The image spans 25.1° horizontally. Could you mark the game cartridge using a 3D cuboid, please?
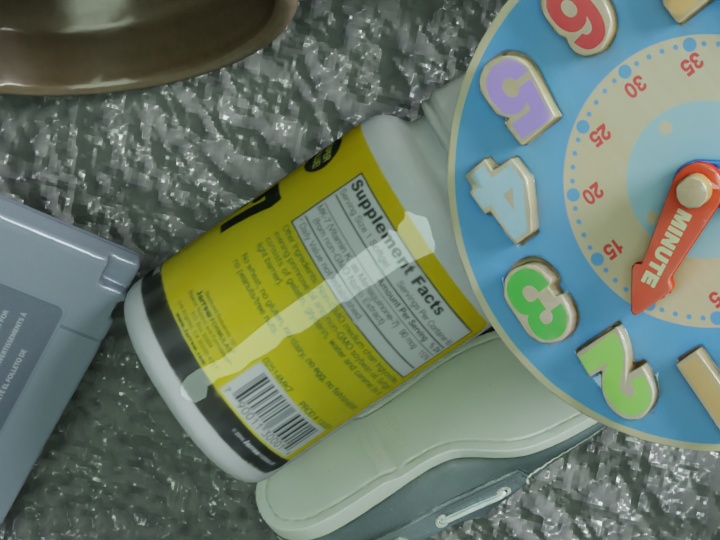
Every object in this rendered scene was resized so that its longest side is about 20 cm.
[{"bbox_3d":[-0.209,0.050,0.779,0.133,0.041,0.201,23,110,-26],"label":"game cartridge"}]

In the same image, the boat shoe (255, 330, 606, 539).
[{"bbox_3d":[0.048,0.088,0.796,0.199,0.073,0.062,-24,137,1],"label":"boat shoe"}]

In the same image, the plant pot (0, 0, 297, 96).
[{"bbox_3d":[-0.135,-0.189,0.722,0.199,0.200,0.176,-8,78,6],"label":"plant pot"}]

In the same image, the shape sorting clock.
[{"bbox_3d":[0.124,-0.032,0.587,0.199,0.039,0.201,5,103,21],"label":"shape sorting clock"}]

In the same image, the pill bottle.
[{"bbox_3d":[0.000,0.000,0.752,0.199,0.114,0.115,-34,93,8],"label":"pill bottle"}]
